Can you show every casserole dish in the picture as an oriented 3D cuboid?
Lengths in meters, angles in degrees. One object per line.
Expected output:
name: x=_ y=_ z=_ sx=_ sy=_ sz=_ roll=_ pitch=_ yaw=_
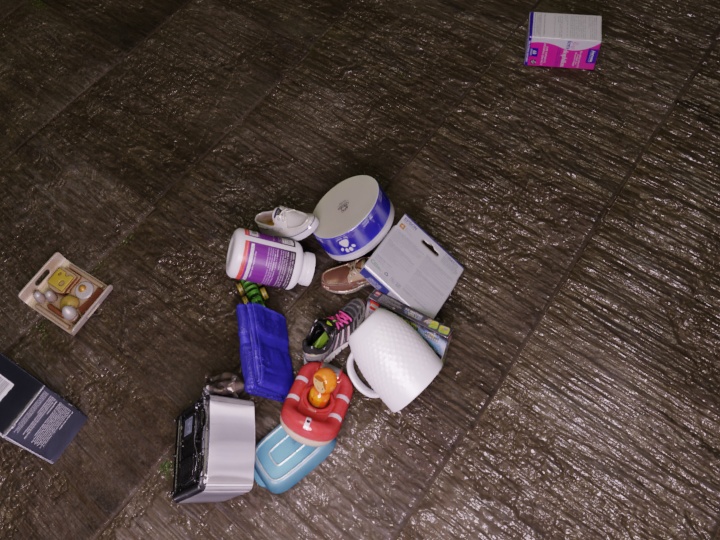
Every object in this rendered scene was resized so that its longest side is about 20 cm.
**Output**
casserole dish: x=-0.142 y=0.367 z=1.377 sx=0.198 sy=0.039 sz=0.121 roll=-36 pitch=64 yaw=-15

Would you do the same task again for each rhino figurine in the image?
rhino figurine: x=-0.283 y=0.241 z=1.382 sx=0.084 sy=0.200 sz=0.062 roll=0 pitch=83 yaw=-7

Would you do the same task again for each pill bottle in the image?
pill bottle: x=-0.207 y=-0.022 z=1.533 sx=0.194 sy=0.113 sz=0.116 roll=13 pitch=57 yaw=-20

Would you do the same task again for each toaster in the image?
toaster: x=-0.291 y=0.350 z=1.306 sx=0.116 sy=0.199 sz=0.186 roll=11 pitch=60 yaw=-31

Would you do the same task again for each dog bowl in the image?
dog bowl: x=-0.021 y=-0.127 z=1.572 sx=0.196 sy=0.079 sz=0.204 roll=-24 pitch=41 yaw=21

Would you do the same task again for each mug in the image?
mug: x=0.048 y=0.189 z=1.382 sx=0.176 sy=0.200 sz=0.147 roll=48 pitch=36 yaw=2

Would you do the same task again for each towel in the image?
towel: x=-0.199 y=0.175 z=1.434 sx=0.049 sy=0.146 sz=0.205 roll=-30 pitch=56 yaw=29

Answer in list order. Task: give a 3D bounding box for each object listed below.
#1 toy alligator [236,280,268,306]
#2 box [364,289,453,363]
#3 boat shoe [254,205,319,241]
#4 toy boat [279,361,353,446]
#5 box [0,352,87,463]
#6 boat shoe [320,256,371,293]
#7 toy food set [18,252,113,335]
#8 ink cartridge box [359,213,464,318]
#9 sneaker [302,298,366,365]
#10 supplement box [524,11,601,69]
toy alligator: x=-0.246 y=0.064 z=1.550 sx=0.058 sy=0.055 sz=0.203 roll=-25 pitch=61 yaw=-8
box: x=0.099 y=0.133 z=1.440 sx=0.196 sy=0.113 sz=0.035 roll=26 pitch=40 yaw=20
boat shoe: x=-0.183 y=-0.119 z=1.587 sx=0.196 sy=0.070 sz=0.072 roll=3 pitch=53 yaw=46
toy boat: x=-0.082 y=0.252 z=1.347 sx=0.127 sy=0.133 sz=0.202 roll=21 pitch=39 yaw=3
box: x=-0.721 y=0.282 z=1.395 sx=0.196 sy=0.199 sz=0.125 roll=26 pitch=64 yaw=20
boat shoe: x=0.000 y=0.000 z=1.550 sx=0.193 sy=0.072 sz=0.078 roll=-11 pitch=59 yaw=0
toy food set: x=-0.716 y=0.052 z=1.605 sx=0.196 sy=0.061 sz=0.145 roll=27 pitch=67 yaw=19
ink cartridge box: x=0.120 y=0.001 z=1.502 sx=0.199 sy=0.041 sz=0.201 roll=42 pitch=52 yaw=-1
sneaker: x=-0.058 y=0.130 z=1.469 sx=0.073 sy=0.088 sz=0.200 roll=34 pitch=69 yaw=32
supplement box: x=0.560 y=-0.638 z=1.836 sx=0.193 sy=0.102 sz=0.106 roll=6 pitch=61 yaw=10
